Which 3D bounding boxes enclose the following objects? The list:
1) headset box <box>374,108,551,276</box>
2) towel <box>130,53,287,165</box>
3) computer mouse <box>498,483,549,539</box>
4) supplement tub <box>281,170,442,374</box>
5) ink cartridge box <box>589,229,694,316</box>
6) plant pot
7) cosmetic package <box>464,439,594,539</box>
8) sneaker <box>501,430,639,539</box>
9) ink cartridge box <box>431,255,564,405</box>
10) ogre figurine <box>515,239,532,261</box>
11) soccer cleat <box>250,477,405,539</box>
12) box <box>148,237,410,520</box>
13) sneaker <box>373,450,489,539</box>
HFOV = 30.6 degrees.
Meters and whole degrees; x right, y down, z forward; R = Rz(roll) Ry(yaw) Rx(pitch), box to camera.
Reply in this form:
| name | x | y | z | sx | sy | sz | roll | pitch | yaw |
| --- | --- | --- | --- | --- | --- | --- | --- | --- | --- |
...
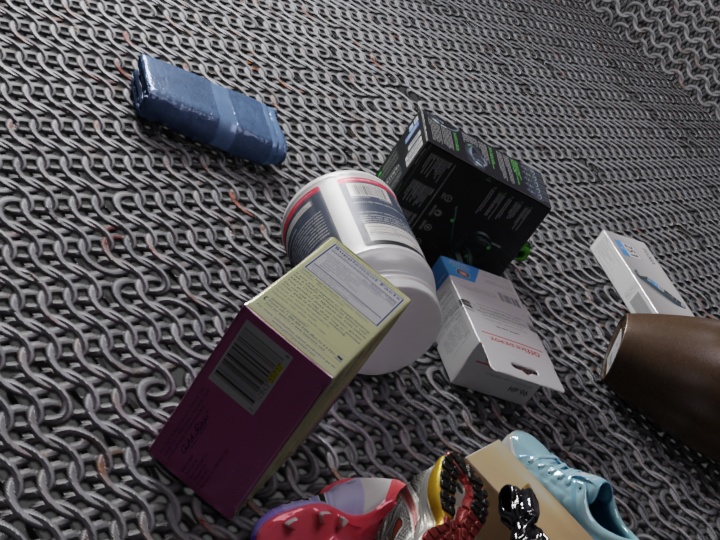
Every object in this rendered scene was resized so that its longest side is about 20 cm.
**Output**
| name | x | y | z | sx | sy | sz | roll | pitch | yaw |
| --- | --- | --- | --- | --- | --- | --- | --- | --- | --- |
| headset box | 0.116 | -0.072 | 1.640 | 0.199 | 0.175 | 0.093 | 25 | 29 | -18 |
| towel | -0.187 | -0.191 | 1.620 | 0.199 | 0.049 | 0.112 | 20 | 30 | -29 |
| computer mouse | 0.111 | 0.276 | 1.070 | 0.043 | 0.202 | 0.110 | 8 | 19 | -4 |
| supplement tub | 0.000 | 0.000 | 1.426 | 0.139 | 0.141 | 0.201 | 17 | 32 | -32 |
| ink cartridge box | 0.462 | 0.034 | 2.017 | 0.175 | 0.045 | 0.201 | 16 | 33 | -32 |
| plant pot | 0.416 | 0.134 | 1.684 | 0.198 | 0.188 | 0.187 | 20 | 27 | 3 |
| cosmetic package | 0.153 | 0.268 | 1.214 | 0.200 | 0.106 | 0.071 | 44 | 28 | 20 |
| sneaker | 0.226 | 0.232 | 1.378 | 0.074 | 0.082 | 0.200 | 4 | 40 | -47 |
| ink cartridge box | 0.149 | 0.083 | 1.544 | 0.115 | 0.068 | 0.201 | 19 | 31 | -29 |
| ogre figurine | 0.146 | -0.093 | 1.807 | 0.120 | 0.098 | 0.201 | 23 | 39 | -62 |
| soccer cleat | -0.027 | 0.217 | 1.146 | 0.199 | 0.067 | 0.076 | -3 | 16 | -45 |
| box | -0.067 | 0.089 | 1.162 | 0.096 | 0.176 | 0.200 | 38 | 27 | 6 |
| sneaker | 0.051 | 0.240 | 1.073 | 0.078 | 0.082 | 0.200 | 47 | 30 | -15 |
